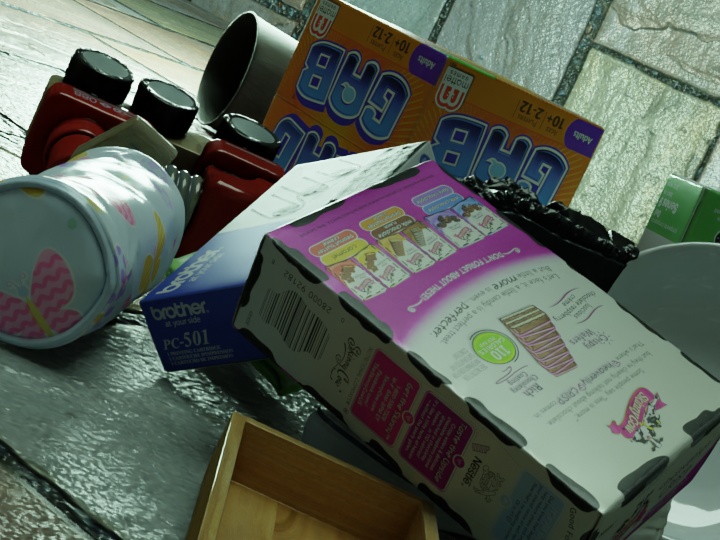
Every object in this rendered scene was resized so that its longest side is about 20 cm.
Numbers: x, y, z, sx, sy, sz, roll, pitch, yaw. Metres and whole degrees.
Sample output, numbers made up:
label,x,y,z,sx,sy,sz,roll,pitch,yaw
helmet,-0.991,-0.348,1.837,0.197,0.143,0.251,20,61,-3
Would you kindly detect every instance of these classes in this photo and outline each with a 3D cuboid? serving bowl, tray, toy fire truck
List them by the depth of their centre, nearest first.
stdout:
label,x,y,z,sx,sy,sz,roll,pitch,yaw
tray,-0.018,0.115,0.628,0.098,0.037,0.200,26,10,-4
serving bowl,0.211,0.086,1.022,0.199,0.201,0.066,28,-24,13
toy fire truck,-0.132,-0.062,1.092,0.175,0.129,0.200,24,21,-16

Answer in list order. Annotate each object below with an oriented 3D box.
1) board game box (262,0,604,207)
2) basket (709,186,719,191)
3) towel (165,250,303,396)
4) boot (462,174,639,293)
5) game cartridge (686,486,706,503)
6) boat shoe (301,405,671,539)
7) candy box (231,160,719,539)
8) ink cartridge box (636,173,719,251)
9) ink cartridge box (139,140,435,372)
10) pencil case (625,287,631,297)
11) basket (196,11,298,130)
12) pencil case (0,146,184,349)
label,x,y,z,sx,sy,sz,roll,pitch,yaw
board game box,0.048,-0.095,1.449,0.199,0.201,0.200,18,12,-39
basket,0.355,0.063,1.418,0.197,0.201,0.161,24,11,-8
towel,0.000,0.000,1.000,0.199,0.031,0.149,-20,37,-29
boot,0.102,0.050,0.910,0.197,0.164,0.073,24,11,-7
game cartridge,0.178,0.091,1.117,0.199,0.042,0.133,30,35,22
boat shoe,0.073,0.092,0.837,0.200,0.087,0.075,24,9,-12
candy box,0.058,0.043,0.766,0.200,0.061,0.136,39,38,22
ink cartridge box,0.261,0.050,1.231,0.145,0.201,0.084,23,6,-14
ink cartridge box,-0.031,-0.012,0.911,0.093,0.045,0.200,-9,20,27
pencil case,0.072,0.016,1.093,0.198,0.095,0.091,-3,-8,-9
basket,-0.069,-0.187,1.885,0.199,0.137,0.180,26,12,-23
pencil case,-0.149,-0.017,0.859,0.090,0.084,0.200,20,9,0
